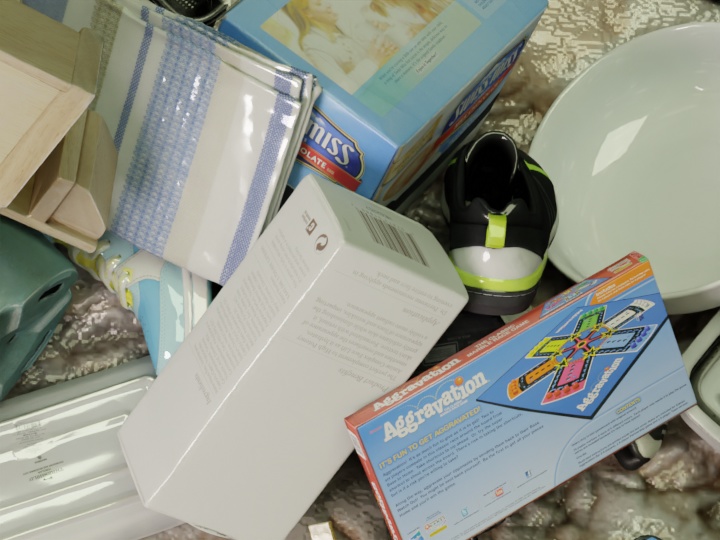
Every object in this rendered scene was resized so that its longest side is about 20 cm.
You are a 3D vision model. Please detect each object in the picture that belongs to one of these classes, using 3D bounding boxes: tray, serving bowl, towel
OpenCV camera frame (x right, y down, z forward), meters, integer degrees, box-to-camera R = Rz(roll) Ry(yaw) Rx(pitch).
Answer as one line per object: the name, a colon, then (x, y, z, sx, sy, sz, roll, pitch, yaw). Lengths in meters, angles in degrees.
tray: (-0.185, 0.118, 1.599, 0.199, 0.022, 0.108, -17, 69, -15)
serving bowl: (0.203, -0.053, 1.684, 0.199, 0.066, 0.201, -13, 55, 18)
towel: (-0.127, -0.088, 1.560, 0.199, 0.148, 0.024, 26, 28, 15)

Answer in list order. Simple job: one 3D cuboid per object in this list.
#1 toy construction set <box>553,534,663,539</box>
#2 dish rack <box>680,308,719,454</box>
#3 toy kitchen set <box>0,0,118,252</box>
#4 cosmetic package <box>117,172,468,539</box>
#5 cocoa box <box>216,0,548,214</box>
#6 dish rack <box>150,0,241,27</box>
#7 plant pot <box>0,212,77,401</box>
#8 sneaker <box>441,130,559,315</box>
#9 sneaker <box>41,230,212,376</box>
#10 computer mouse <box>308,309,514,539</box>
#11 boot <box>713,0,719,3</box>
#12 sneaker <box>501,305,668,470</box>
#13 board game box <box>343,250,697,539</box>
toy construction set: (0.159, 0.229, 1.573, 0.131, 0.092, 0.200, -43, 89, -22)
dish rack: (0.295, 0.088, 1.662, 0.200, 0.044, 0.172, 41, 62, 5)
toy kitchen set: (-0.170, -0.107, 1.449, 0.163, 0.180, 0.201, 25, 44, -22)
cosmetic package: (-0.040, 0.054, 1.543, 0.101, 0.200, 0.074, 25, 23, -35)
cocoa box: (-0.003, -0.113, 1.631, 0.133, 0.131, 0.200, 37, 43, 8)
dish rack: (-0.091, -0.250, 1.756, 0.200, 0.055, 0.153, -41, 79, -22)
plant pot: (-0.279, -0.002, 1.544, 0.196, 0.200, 0.200, 39, 67, 6)
sneaker: (0.086, -0.047, 1.602, 0.071, 0.083, 0.200, 3, 26, -1)
sneaker: (-0.160, -0.013, 1.631, 0.130, 0.080, 0.201, -5, 58, -13)
computer mouse: (0.030, 0.120, 1.588, 0.140, 0.046, 0.201, -14, 103, -15)
boot: (0.287, -0.245, 1.800, 0.199, 0.073, 0.151, 19, 66, -4)
sneaker: (0.092, 0.068, 1.634, 0.199, 0.076, 0.088, 9, 67, -3)
board game box: (0.094, 0.080, 1.562, 0.199, 0.019, 0.103, -29, 118, -14)
